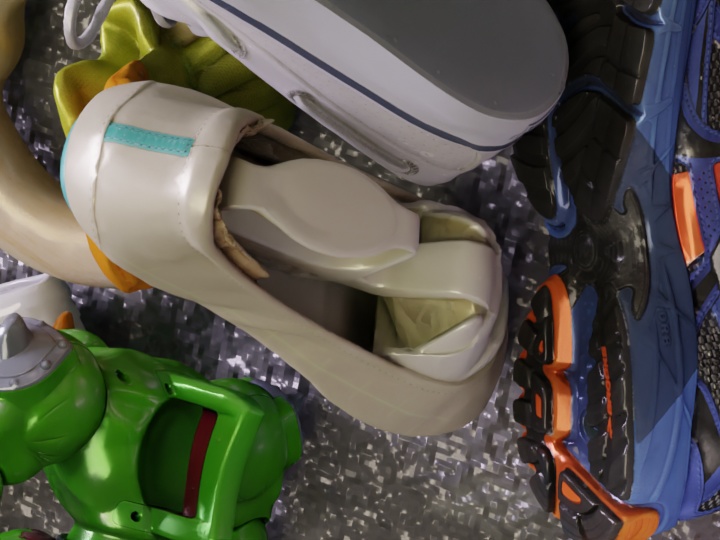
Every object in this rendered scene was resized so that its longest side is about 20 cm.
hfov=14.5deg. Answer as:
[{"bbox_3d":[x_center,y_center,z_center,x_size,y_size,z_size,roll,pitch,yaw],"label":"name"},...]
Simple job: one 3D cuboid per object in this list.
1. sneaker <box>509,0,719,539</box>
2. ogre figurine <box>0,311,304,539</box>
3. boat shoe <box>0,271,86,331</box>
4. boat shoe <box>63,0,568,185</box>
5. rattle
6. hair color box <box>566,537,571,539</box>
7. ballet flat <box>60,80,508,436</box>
[{"bbox_3d":[0.090,-0.023,0.807,0.075,0.078,0.201,15,104,59],"label":"sneaker"},{"bbox_3d":[-0.081,0.080,0.869,0.098,0.200,0.120,29,97,57],"label":"ogre figurine"},{"bbox_3d":[-0.179,0.033,0.956,0.199,0.074,0.067,-6,103,14],"label":"boat shoe"},{"bbox_3d":[-0.043,-0.090,0.778,0.202,0.075,0.086,33,143,-12],"label":"boat shoe"},{"bbox_3d":[-0.131,-0.046,0.863,0.199,0.143,0.130,21,135,11],"label":"rattle"},{"bbox_3d":[0.008,0.172,0.894,0.061,0.099,0.200,49,121,3],"label":"hair color box"},{"bbox_3d":[0.000,0.000,0.789,0.069,0.200,0.070,-14,66,34],"label":"ballet flat"}]
